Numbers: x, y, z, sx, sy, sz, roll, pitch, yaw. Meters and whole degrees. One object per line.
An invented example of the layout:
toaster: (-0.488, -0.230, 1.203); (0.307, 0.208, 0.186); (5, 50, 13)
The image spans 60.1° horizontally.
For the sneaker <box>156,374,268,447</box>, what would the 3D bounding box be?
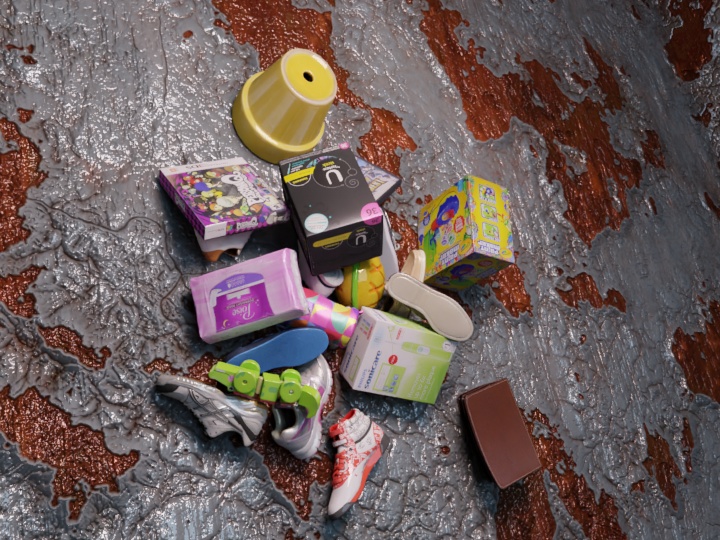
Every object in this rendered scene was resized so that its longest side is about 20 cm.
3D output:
sneaker: (-0.259, 0.240, 1.059); (0.198, 0.076, 0.089); (23, 80, -11)

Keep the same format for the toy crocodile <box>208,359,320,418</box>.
toy crocodile: (-0.161, 0.199, 1.065); (0.198, 0.068, 0.062); (15, 98, -10)

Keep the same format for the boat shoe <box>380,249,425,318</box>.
boat shoe: (0.081, 0.047, 1.318); (0.068, 0.074, 0.202); (16, 100, -14)

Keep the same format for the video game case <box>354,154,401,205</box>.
video game case: (-0.036, -0.185, 1.363); (0.180, 0.026, 0.200); (30, 50, 19)

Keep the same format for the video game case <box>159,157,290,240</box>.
video game case: (-0.259, -0.143, 1.185); (0.180, 0.036, 0.200); (-16, 48, -35)

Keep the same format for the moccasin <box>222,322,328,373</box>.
moccasin: (-0.159, 0.138, 1.136); (0.198, 0.068, 0.081); (-12, 105, -16)

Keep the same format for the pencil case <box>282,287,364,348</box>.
pencil case: (-0.098, 0.079, 1.198); (0.198, 0.089, 0.089); (22, 58, -5)

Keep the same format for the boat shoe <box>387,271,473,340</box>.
boat shoe: (0.140, 0.070, 1.259); (0.199, 0.060, 0.072); (33, 94, -3)

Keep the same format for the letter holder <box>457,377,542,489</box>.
letter holder: (0.277, 0.358, 1.346); (0.141, 0.100, 0.202); (-14, 78, -34)

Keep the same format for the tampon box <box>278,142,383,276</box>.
tampon box: (-0.058, -0.119, 1.203); (0.148, 0.127, 0.201); (-17, 56, -11)

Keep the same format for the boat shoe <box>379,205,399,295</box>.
boat shoe: (0.049, -0.047, 1.387); (0.068, 0.073, 0.202); (-13, 87, -65)

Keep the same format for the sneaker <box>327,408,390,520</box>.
sneaker: (-0.032, 0.354, 1.165); (0.108, 0.067, 0.202); (46, 49, -7)

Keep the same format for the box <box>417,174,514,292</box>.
box: (0.239, -0.080, 1.444); (0.121, 0.200, 0.195); (13, 62, -28)

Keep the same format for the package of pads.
package of pads: (-0.196, 0.047, 1.116); (0.198, 0.076, 0.122); (-17, 77, 9)

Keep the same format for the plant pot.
plant pot: (-0.147, -0.357, 1.317); (0.199, 0.189, 0.203); (14, 62, -28)

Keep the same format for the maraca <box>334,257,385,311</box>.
maraca: (0.000, 0.000, 1.295); (0.106, 0.137, 0.203); (4, 80, 6)

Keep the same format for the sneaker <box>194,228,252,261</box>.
sneaker: (-0.243, -0.080, 1.225); (0.200, 0.072, 0.086); (-38, 127, -46)

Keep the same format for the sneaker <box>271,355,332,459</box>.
sneaker: (-0.111, 0.234, 1.138); (0.088, 0.081, 0.202); (35, 50, -45)

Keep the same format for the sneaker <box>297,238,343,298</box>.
sneaker: (-0.101, -0.028, 1.282); (0.076, 0.081, 0.201); (13, 43, -34)

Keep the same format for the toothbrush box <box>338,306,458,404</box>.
toothbrush box: (0.077, 0.174, 1.260); (0.198, 0.086, 0.147); (17, 99, -26)
